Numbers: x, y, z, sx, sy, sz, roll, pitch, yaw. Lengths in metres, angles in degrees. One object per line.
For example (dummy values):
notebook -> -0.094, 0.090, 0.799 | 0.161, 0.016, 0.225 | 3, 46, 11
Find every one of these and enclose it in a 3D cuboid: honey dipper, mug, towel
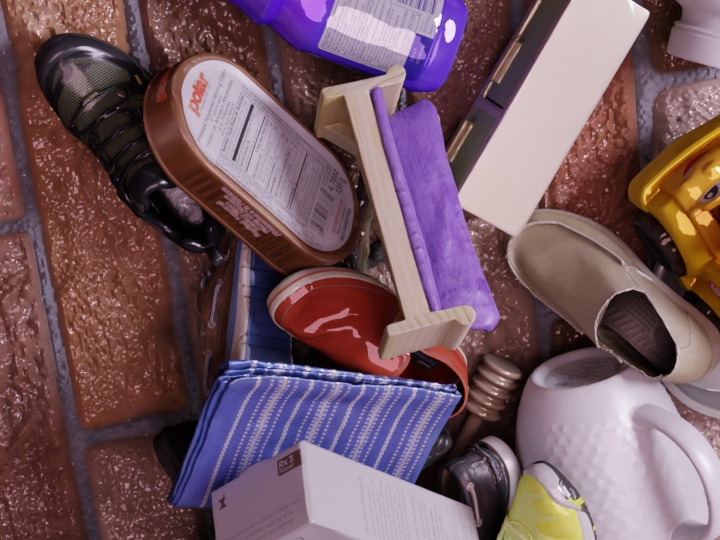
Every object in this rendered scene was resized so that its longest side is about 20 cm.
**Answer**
honey dipper -> 0.075, 0.164, 1.360 | 0.038, 0.038, 0.200 | 23, 103, -18
mug -> 0.216, 0.161, 1.306 | 0.147, 0.200, 0.176 | -26, 108, -32
towel -> -0.035, 0.134, 1.224 | 0.199, 0.024, 0.145 | 8, 125, -25

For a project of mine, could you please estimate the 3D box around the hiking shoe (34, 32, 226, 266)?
hiking shoe -> -0.160, -0.092, 1.190 | 0.076, 0.101, 0.200 | -41, 111, 1

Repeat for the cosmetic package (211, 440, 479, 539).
cosmetic package -> -0.007, 0.204, 1.226 | 0.102, 0.074, 0.200 | -34, 140, 31

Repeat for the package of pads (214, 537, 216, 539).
package of pads -> -0.066, 0.307, 1.323 | 0.200, 0.068, 0.155 | 25, 127, -19

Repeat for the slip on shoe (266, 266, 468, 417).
slip on shoe -> 0.013, 0.057, 1.236 | 0.200, 0.061, 0.074 | 32, 113, -35

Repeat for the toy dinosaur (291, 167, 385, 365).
toy dinosaur -> 0.000, 0.000, 1.288 | 0.088, 0.047, 0.200 | 22, 97, -11

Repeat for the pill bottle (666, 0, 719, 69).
pill bottle -> 0.303, -0.255, 1.243 | 0.112, 0.112, 0.201 | 9, 104, -16

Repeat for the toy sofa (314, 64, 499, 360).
toy sofa -> 0.037, -0.043, 1.179 | 0.097, 0.083, 0.201 | -13, 75, -8

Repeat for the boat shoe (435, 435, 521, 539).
boat shoe -> 0.090, 0.232, 1.343 | 0.060, 0.074, 0.200 | -18, 128, -32

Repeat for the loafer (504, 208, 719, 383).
loafer -> 0.195, 0.019, 1.279 | 0.200, 0.068, 0.076 | 35, 111, 18

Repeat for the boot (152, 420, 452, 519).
boot -> -0.045, 0.136, 1.296 | 0.211, 0.079, 0.158 | 32, 104, -30

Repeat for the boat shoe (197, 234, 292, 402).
boat shoe -> -0.091, 0.020, 1.248 | 0.072, 0.072, 0.201 | 20, 74, -45

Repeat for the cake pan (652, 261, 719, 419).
cake pan -> 0.329, 0.028, 1.375 | 0.200, 0.037, 0.201 | -4, 107, -12

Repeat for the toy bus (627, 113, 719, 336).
toy bus -> 0.320, -0.005, 1.242 | 0.136, 0.192, 0.200 | -36, 110, 1

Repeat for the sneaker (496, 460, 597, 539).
sneaker -> 0.131, 0.237, 1.268 | 0.076, 0.075, 0.200 | -20, 131, -29

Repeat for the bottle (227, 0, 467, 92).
bottle -> -0.022, -0.199, 1.209 | 0.199, 0.065, 0.084 | 17, 95, -17

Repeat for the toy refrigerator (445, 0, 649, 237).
toy refrigerator -> 0.135, -0.135, 1.261 | 0.070, 0.076, 0.200 | 27, 99, -19

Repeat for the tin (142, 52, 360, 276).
tin -> -0.076, -0.079, 1.200 | 0.042, 0.112, 0.200 | -28, 124, 34
